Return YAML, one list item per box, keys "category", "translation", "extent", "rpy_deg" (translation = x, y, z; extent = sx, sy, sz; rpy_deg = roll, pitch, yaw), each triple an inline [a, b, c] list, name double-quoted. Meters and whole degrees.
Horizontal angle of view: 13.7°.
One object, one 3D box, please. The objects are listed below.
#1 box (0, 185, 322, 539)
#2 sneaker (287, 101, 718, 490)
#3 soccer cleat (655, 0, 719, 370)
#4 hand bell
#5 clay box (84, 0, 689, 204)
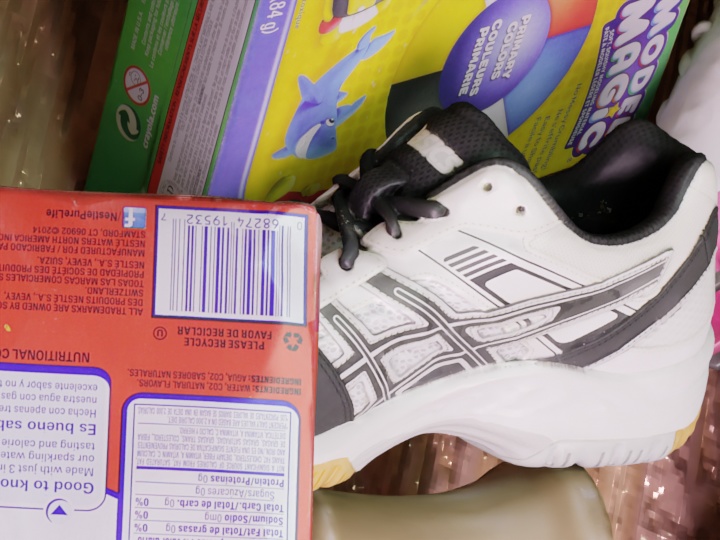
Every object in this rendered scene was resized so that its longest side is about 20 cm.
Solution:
- category: "box"
  translation: [-0.111, 0.039, 0.596]
  extent: [0.200, 0.095, 0.100]
  rpy_deg: [2, 77, -7]
- category: "sneaker"
  translation: [0.000, 0.000, 0.716]
  extent: [0.200, 0.076, 0.088]
  rpy_deg: [-4, 115, -34]
- category: "soccer cleat"
  translation: [0.116, -0.045, 0.830]
  extent: [0.086, 0.200, 0.070]
  rpy_deg: [54, 7, 26]
- category: "hand bell"
  translation: [-0.051, 0.071, 0.715]
  extent: [0.200, 0.104, 0.104]
  rpy_deg: [16, 70, -22]
- category: "clay box"
  translation: [0.027, -0.072, 0.777]
  extent: [0.200, 0.115, 0.048]
  rpy_deg: [-19, 49, -39]
